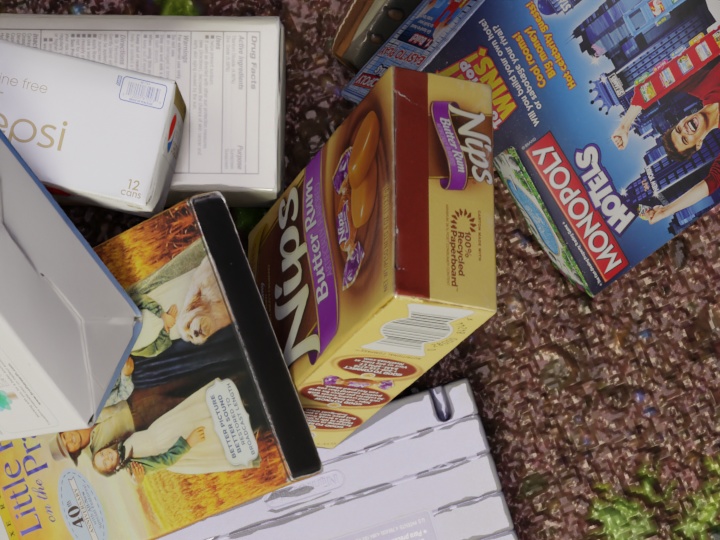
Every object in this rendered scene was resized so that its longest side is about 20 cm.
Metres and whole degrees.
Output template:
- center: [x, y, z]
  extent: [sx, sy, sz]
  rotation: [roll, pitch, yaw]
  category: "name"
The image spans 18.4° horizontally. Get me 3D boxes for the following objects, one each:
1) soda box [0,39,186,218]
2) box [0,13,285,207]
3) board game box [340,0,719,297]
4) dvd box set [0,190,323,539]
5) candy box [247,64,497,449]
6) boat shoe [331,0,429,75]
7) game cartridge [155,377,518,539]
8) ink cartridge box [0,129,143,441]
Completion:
- center: [-0.188, -0.080, 1.082]
  extent: [0.199, 0.068, 0.064]
  rotation: [14, 85, 1]
  category: "soda box"
- center: [-0.138, -0.082, 1.156]
  extent: [0.199, 0.078, 0.096]
  rotation: [2, 84, -1]
  category: "box"
- center: [0.102, -0.099, 1.143]
  extent: [0.199, 0.062, 0.201]
  rotation: [-35, 113, -10]
  category: "board game box"
- center: [-0.122, 0.064, 1.110]
  extent: [0.199, 0.029, 0.147]
  rotation: [-24, 83, 35]
  category: "dvd box set"
- center: [0.000, 0.000, 1.077]
  extent: [0.056, 0.200, 0.117]
  rotation: [9, 64, -19]
  category: "candy box"
- center: [0.053, -0.186, 1.178]
  extent: [0.200, 0.076, 0.074]
  rotation: [-51, 47, -1]
  category: "boat shoe"
- center: [-0.019, 0.146, 1.160]
  extent: [0.199, 0.038, 0.130]
  rotation: [-17, 89, -3]
  category: "game cartridge"
- center: [-0.225, 0.017, 1.073]
  extent: [0.199, 0.077, 0.137]
  rotation: [-12, 126, 33]
  category: "ink cartridge box"
